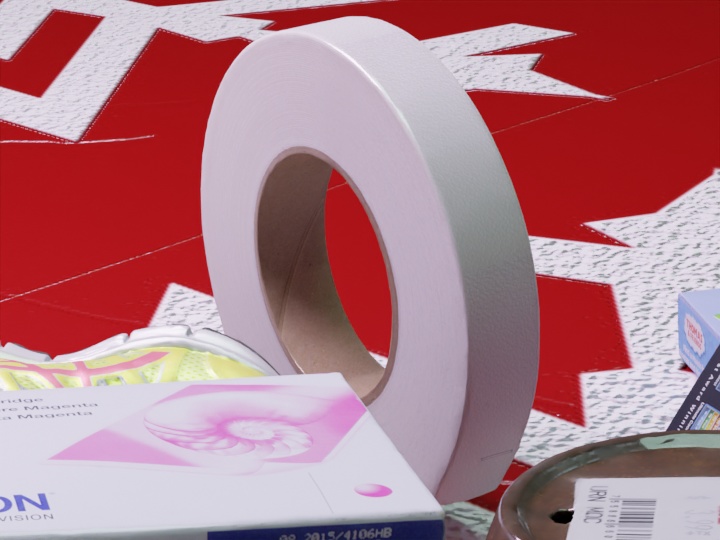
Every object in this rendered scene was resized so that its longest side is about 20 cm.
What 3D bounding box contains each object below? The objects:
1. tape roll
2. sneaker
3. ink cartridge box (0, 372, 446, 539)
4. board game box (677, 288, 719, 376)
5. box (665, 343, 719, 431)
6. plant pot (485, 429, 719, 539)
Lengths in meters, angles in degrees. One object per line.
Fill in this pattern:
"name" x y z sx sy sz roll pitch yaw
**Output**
"tape roll" 0.000 0.000 1.144 0.037 0.204 0.202 -14 21 -30
"sneaker" -0.120 0.071 1.144 0.198 0.079 0.090 1 22 7
"ink cartridge box" -0.090 0.069 0.985 0.195 0.044 0.200 -3 18 -15
"board game box" 0.255 0.037 1.247 0.198 0.037 0.151 -7 19 -9
"box" 0.145 0.088 0.882 0.049 0.201 0.161 32 2 -30
"plant pot" 0.081 0.148 0.674 0.185 0.201 0.187 -3 18 1
